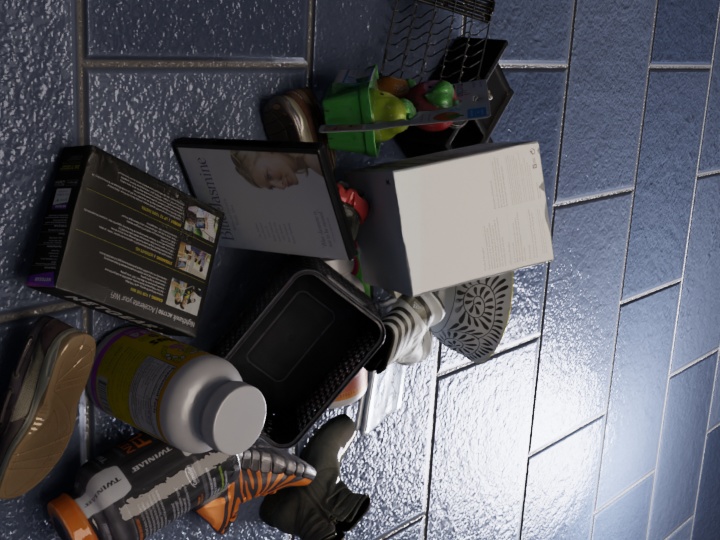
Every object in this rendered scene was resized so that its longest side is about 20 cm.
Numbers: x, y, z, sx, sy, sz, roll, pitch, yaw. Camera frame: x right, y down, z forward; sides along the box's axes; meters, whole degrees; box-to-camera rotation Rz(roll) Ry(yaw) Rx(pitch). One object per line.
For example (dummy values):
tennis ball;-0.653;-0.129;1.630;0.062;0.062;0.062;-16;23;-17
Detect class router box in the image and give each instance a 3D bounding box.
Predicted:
router box;-0.240;-0.026;1.025;0.200;0.051;0.150;29;68;-51

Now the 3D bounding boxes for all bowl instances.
bowl;0.144;0.035;1.462;0.094;0.201;0.201;7;97;-18

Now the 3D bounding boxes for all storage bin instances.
storage bin;-0.081;0.093;1.157;0.135;0.094;0.200;38;97;-15

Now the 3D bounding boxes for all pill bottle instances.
pill bottle;-0.241;0.237;1.076;0.200;0.106;0.106;-29;123;-31
pill bottle;-0.195;0.131;1.034;0.104;0.200;0.105;-20;117;-46
pill bottle;-0.048;0.069;1.263;0.112;0.112;0.201;-22;119;-45

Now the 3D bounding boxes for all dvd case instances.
dvd case;-0.107;-0.080;1.075;0.018;0.200;0.143;-51;136;-40

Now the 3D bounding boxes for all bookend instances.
bookend;0.171;-0.205;1.456;0.199;0.092;0.200;-59;140;-20

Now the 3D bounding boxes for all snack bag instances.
snack bag;0.040;0.130;1.420;0.200;0.021;0.189;-14;113;-72

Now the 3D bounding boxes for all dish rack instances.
dish rack;0.099;-0.308;1.316;0.153;0.055;0.200;15;80;-12

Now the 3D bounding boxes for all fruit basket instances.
fruit basket;0.055;-0.207;1.180;0.185;0.199;0.094;-76;154;-65

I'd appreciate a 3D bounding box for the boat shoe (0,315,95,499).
boat shoe;-0.330;0.137;0.982;0.072;0.065;0.200;-6;125;-58

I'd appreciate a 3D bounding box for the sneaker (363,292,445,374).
sneaker;0.037;0.094;1.275;0.115;0.076;0.201;-36;162;-20

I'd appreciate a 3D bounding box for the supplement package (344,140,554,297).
supplement package;0.108;-0.069;1.209;0.200;0.151;0.152;-14;101;-21

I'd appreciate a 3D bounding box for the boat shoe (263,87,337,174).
boat shoe;-0.057;-0.136;1.219;0.072;0.076;0.200;-42;132;-37

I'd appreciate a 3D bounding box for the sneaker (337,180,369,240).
sneaker;-0.087;-0.073;1.133;0.200;0.071;0.098;21;58;-16

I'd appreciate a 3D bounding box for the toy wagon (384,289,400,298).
toy wagon;0.096;-0.053;1.367;0.200;0.040;0.155;-56;167;-8

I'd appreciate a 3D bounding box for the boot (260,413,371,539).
boot;-0.033;0.298;1.340;0.200;0.130;0.068;-50;136;-28

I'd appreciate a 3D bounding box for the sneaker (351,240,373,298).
sneaker;0.000;0.000;1.329;0.084;0.077;0.200;-28;130;-52

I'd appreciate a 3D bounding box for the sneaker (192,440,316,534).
sneaker;-0.151;0.279;1.247;0.200;0.078;0.112;21;89;-41
